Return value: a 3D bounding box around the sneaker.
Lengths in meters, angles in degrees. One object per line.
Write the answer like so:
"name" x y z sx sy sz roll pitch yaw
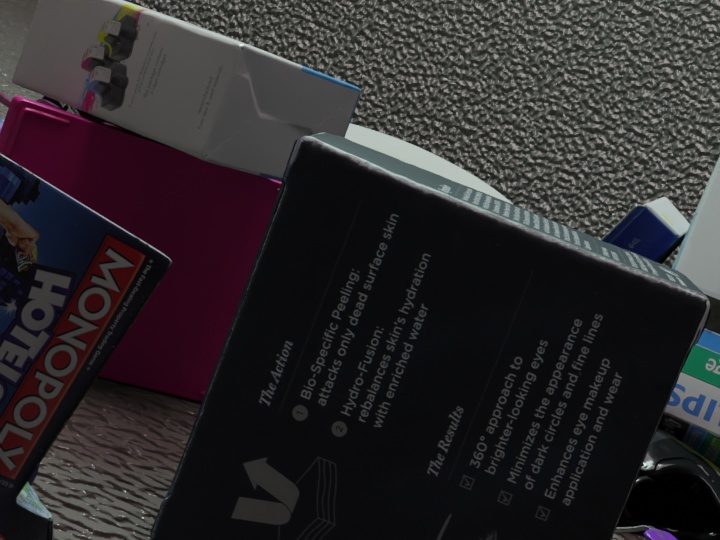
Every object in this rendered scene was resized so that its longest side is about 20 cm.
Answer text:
"sneaker" 0.167 0.125 1.270 0.199 0.072 0.083 22 10 -1

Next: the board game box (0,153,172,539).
"board game box" -0.164 0.048 0.639 0.200 0.200 0.062 33 2 -32

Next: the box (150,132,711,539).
"box" 0.033 0.061 0.897 0.199 0.198 0.117 22 8 2

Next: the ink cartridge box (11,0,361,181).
"ink cartridge box" -0.115 -0.112 1.103 0.199 0.068 0.115 23 6 36

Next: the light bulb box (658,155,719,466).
"light bulb box" 0.274 0.049 1.389 0.124 0.201 0.198 23 -15 10

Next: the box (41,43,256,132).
"box" -0.123 -0.080 1.427 0.200 0.086 0.164 -12 64 -56

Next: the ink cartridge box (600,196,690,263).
"ink cartridge box" 0.164 0.030 1.435 0.047 0.198 0.200 45 13 6

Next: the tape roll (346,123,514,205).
"tape roll" 0.000 0.000 1.293 0.202 0.140 0.203 21 20 -8

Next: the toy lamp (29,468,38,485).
"toy lamp" -0.218 0.047 0.840 0.199 0.058 0.058 25 8 33

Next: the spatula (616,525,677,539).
"spatula" 0.147 0.154 1.200 0.199 0.021 0.056 25 3 27

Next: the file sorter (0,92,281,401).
"file sorter" -0.155 -0.021 1.143 0.199 0.140 0.125 17 8 -32

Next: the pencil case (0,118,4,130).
"pencil case" -0.253 -0.075 1.427 0.199 0.078 0.087 15 -18 -39
